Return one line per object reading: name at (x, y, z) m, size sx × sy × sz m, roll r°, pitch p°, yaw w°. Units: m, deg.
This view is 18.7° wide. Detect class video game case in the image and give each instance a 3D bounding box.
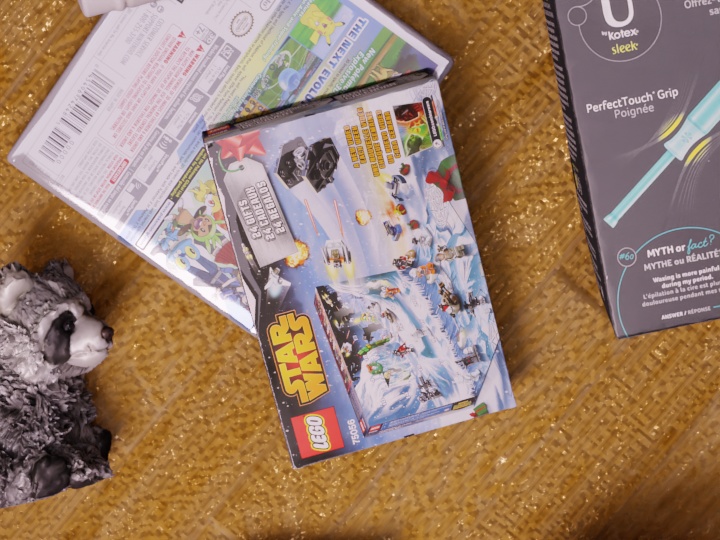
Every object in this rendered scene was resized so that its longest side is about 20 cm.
video game case at (-0.076, -0.093, 1.261) m, size 0.182 × 0.022 × 0.200 m, roll 35°, pitch 98°, yaw -4°

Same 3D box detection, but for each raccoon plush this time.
raccoon plush at (-0.231, 0.072, 1.264) m, size 0.199 × 0.097 × 0.135 m, roll -14°, pitch 91°, yaw 5°

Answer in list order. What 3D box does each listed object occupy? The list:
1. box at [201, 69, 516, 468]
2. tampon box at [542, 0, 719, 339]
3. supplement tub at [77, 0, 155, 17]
box at (0.000, 0.000, 1.247) m, size 0.136 × 0.040 × 0.201 m, roll -15°, pitch 106°, yaw -3°
tampon box at (0.189, -0.083, 1.200) m, size 0.149 × 0.126 × 0.201 m, roll -11°, pitch 98°, yaw 4°
supplement tub at (-0.072, -0.225, 1.167) m, size 0.199 × 0.132 × 0.133 m, roll -17°, pitch 99°, yaw -7°
